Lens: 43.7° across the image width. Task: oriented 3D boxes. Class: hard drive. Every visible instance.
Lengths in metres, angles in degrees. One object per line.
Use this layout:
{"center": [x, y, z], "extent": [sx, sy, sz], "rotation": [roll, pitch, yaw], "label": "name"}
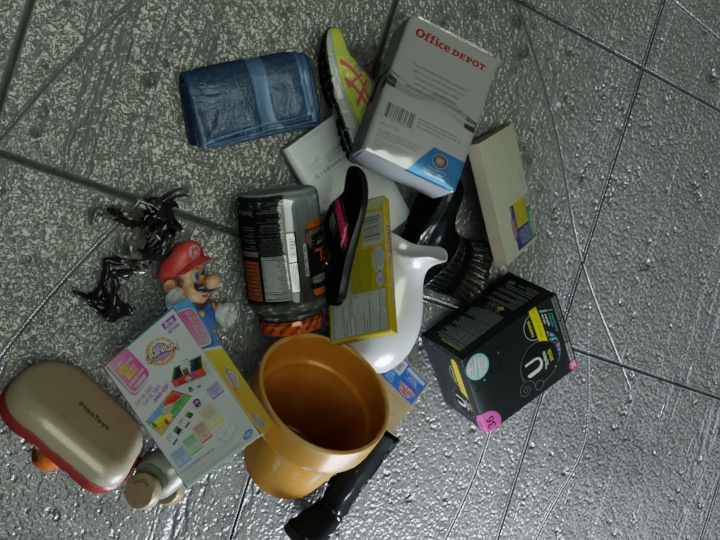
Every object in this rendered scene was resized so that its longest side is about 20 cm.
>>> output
{"center": [-0.020, -0.133, 1.374], "extent": [0.131, 0.025, 0.202], "rotation": [-36, 110, -16], "label": "hard drive"}

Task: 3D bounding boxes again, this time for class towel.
{"center": [-0.156, -0.245, 1.284], "extent": [0.196, 0.048, 0.114], "rotation": [-15, 103, -21], "label": "towel"}

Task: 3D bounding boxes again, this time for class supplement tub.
{"center": [-0.110, -0.016, 1.296], "extent": [0.120, 0.122, 0.205], "rotation": [-10, 102, -22], "label": "supplement tub"}

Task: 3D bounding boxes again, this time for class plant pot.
{"center": [-0.083, 0.227, 1.296], "extent": [0.196, 0.203, 0.185], "rotation": [10, 134, -25], "label": "plant pot"}

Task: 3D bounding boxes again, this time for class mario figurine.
{"center": [-0.220, 0.057, 1.259], "extent": [0.104, 0.123, 0.205], "rotation": [-12, 108, -13], "label": "mario figurine"}

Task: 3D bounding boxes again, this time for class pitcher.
{"center": [0.022, 0.034, 1.351], "extent": [0.121, 0.169, 0.204], "rotation": [-19, 134, -62], "label": "pitcher"}

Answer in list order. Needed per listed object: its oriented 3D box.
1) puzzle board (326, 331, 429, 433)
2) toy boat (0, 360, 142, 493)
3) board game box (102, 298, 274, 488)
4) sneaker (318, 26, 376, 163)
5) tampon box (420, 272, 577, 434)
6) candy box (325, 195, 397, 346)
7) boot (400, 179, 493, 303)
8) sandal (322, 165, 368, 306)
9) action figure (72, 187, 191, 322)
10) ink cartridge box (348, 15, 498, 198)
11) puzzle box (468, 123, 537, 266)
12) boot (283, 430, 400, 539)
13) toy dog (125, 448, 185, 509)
{"center": [0.003, 0.178, 1.434], "extent": [0.200, 0.017, 0.151], "rotation": [45, 77, -24], "label": "puzzle board"}
{"center": [-0.401, 0.222, 1.210], "extent": [0.130, 0.131, 0.200], "rotation": [-39, 105, 25], "label": "toy boat"}
{"center": [-0.228, 0.163, 1.184], "extent": [0.152, 0.040, 0.202], "rotation": [-35, 89, 24], "label": "board game box"}
{"center": [-0.004, -0.261, 1.314], "extent": [0.088, 0.078, 0.204], "rotation": [-16, 86, -11], "label": "sneaker"}
{"center": [0.225, 0.131, 1.458], "extent": [0.198, 0.126, 0.152], "rotation": [-33, 118, -17], "label": "tampon box"}
{"center": [0.000, 0.000, 1.287], "extent": [0.026, 0.100, 0.205], "rotation": [26, 56, -54], "label": "candy box"}
{"center": [0.150, -0.053, 1.410], "extent": [0.155, 0.080, 0.214], "rotation": [11, 122, -23], "label": "boot"}
{"center": [-0.030, -0.053, 1.263], "extent": [0.044, 0.075, 0.205], "rotation": [14, 79, -20], "label": "sandal"}
{"center": [-0.309, -0.035, 1.207], "extent": [0.101, 0.118, 0.203], "rotation": [29, 92, -42], "label": "action figure"}
{"center": [0.087, -0.224, 1.251], "extent": [0.144, 0.086, 0.204], "rotation": [22, 80, -14], "label": "ink cartridge box"}
{"center": [0.232, -0.123, 1.455], "extent": [0.133, 0.025, 0.204], "rotation": [-33, 113, -51], "label": "puzzle box"}
{"center": [-0.023, 0.326, 1.361], "extent": [0.065, 0.165, 0.201], "rotation": [39, 90, 9], "label": "boot"}
{"center": [-0.264, 0.248, 1.283], "extent": [0.096, 0.133, 0.200], "rotation": [41, 70, 19], "label": "toy dog"}
